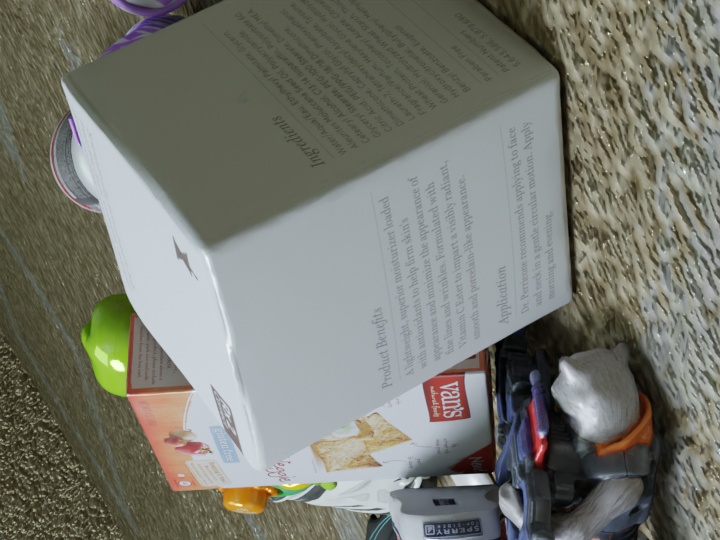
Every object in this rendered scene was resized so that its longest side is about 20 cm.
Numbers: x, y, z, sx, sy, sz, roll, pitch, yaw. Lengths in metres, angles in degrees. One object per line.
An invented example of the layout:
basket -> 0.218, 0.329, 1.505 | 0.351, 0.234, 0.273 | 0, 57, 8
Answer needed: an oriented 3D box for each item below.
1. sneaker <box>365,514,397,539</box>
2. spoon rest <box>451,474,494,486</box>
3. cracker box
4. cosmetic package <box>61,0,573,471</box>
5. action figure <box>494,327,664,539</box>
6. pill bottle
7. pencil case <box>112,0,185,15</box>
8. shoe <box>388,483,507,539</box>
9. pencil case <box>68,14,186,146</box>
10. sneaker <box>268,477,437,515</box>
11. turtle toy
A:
sneaker -> 0.040, 0.234, 1.406 | 0.200, 0.075, 0.079 | 111, 144, -60
spoon rest -> 0.084, 0.196, 1.204 | 0.099, 0.061, 0.200 | -13, 110, 45
cracker box -> -0.024, 0.073, 1.008 | 0.134, 0.200, 0.058 | 78, -171, -59
cosmetic package -> -0.019, -0.040, 0.902 | 0.165, 0.200, 0.165 | 48, 158, 40
action figure -> 0.124, 0.109, 0.954 | 0.200, 0.104, 0.194 | -91, -2, -49
pill bottle -> -0.201, -0.105, 1.511 | 0.111, 0.111, 0.200 | 66, 164, -8
pencil case -> -0.183, -0.233, 1.282 | 0.200, 0.085, 0.084 | 28, 141, 64
shoe -> 0.053, 0.172, 0.988 | 0.200, 0.071, 0.091 | 30, -124, -87
pencil case -> -0.154, -0.136, 1.260 | 0.200, 0.085, 0.084 | -87, -20, -77
sneaker -> 0.024, 0.121, 1.271 | 0.200, 0.115, 0.076 | -37, 46, 45
turtle toy -> -0.094, 0.082, 1.164 | 0.200, 0.101, 0.146 | 42, -159, -3
